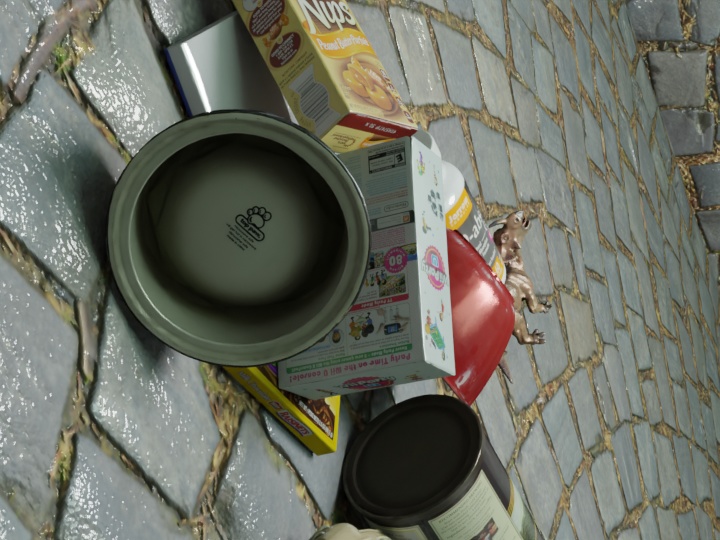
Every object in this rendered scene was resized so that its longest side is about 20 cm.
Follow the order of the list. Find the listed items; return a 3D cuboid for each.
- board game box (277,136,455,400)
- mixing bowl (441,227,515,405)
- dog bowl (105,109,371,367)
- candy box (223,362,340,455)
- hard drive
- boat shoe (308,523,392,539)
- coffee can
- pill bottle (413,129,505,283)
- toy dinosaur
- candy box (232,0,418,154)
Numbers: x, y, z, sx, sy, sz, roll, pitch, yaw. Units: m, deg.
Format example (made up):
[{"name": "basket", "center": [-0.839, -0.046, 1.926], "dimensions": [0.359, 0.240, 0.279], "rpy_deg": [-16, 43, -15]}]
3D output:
[{"name": "board game box", "center": [0.000, 0.000, 1.194], "dimensions": [0.064, 0.146, 0.203], "rpy_deg": [27, 56, -57]}, {"name": "mixing bowl", "center": [0.086, 0.030, 1.375], "dimensions": [0.201, 0.108, 0.200], "rpy_deg": [51, 1, -1]}, {"name": "dog bowl", "center": [-0.091, -0.032, 1.039], "dimensions": [0.074, 0.198, 0.202], "rpy_deg": [-90, 160, -69]}, {"name": "candy box", "center": [-0.072, 0.075, 1.215], "dimensions": [0.200, 0.026, 0.103], "rpy_deg": [50, 33, -47]}, {"name": "hard drive", "center": [-0.102, -0.125, 1.236], "dimensions": [0.132, 0.025, 0.202], "rpy_deg": [-45, 120, -56]}, {"name": "boat shoe", "center": [-0.025, 0.261, 1.184], "dimensions": [0.199, 0.075, 0.069], "rpy_deg": [21, 31, -54]}, {"name": "coffee can", "center": [0.088, 0.243, 1.343], "dimensions": [0.201, 0.145, 0.147], "rpy_deg": [59, 29, -36]}, {"name": "pill bottle", "center": [0.076, -0.048, 1.500], "dimensions": [0.201, 0.115, 0.117], "rpy_deg": [61, 29, -34]}, {"name": "toy dinosaur", "center": [0.172, 0.036, 1.727], "dimensions": [0.135, 0.085, 0.202], "rpy_deg": [35, 62, -42]}, {"name": "candy box", "center": [-0.038, -0.199, 1.237], "dimensions": [0.115, 0.055, 0.202], "rpy_deg": [5, 53, -57]}]
